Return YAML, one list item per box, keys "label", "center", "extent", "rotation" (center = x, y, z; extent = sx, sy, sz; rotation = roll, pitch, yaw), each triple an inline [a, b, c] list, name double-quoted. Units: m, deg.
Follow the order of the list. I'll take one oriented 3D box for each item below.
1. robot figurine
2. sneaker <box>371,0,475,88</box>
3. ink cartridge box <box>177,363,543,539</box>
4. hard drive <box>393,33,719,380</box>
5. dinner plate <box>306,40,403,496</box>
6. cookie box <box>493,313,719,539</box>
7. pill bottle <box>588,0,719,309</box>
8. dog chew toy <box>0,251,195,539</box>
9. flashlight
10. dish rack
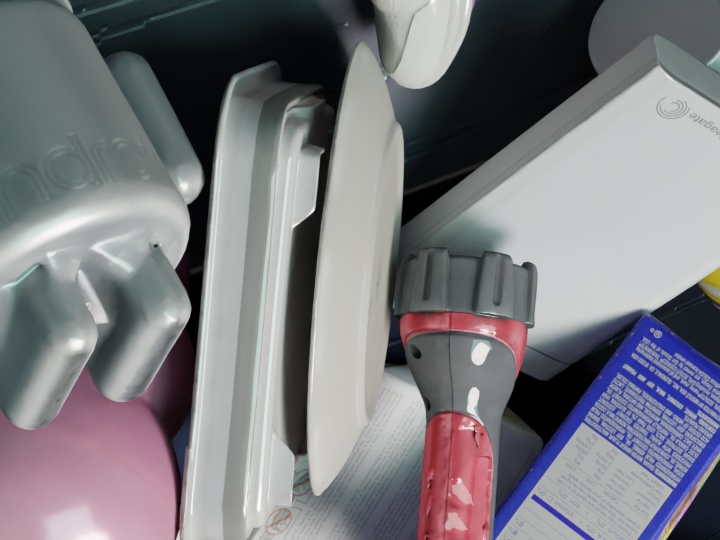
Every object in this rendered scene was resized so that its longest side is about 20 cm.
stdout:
- label: "robot figurine"
  center: [-0.139, -0.041, 0.831]
  extent: [0.169, 0.201, 0.113]
  rotation: [-14, 153, -40]
- label: "sneaker"
  center: [-0.001, -0.168, 0.953]
  extent: [0.099, 0.075, 0.201]
  rotation: [-13, 126, -10]
- label: "ink cartridge box"
  center: [-0.018, 0.118, 1.128]
  extent: [0.199, 0.057, 0.163]
  rotation: [26, 99, -37]
- label: "hard drive"
  center: [0.114, -0.023, 1.063]
  extent: [0.132, 0.027, 0.200]
  rotation: [26, 132, -33]
- label: "dinner plate"
  center: [0.000, 0.000, 0.974]
  extent: [0.024, 0.200, 0.201]
  rotation: [6, 121, 6]
- label: "cookie box"
  center: [0.110, 0.142, 1.145]
  extent: [0.200, 0.075, 0.171]
  rotation: [-51, 168, -14]
- label: "pill bottle"
  center: [0.191, -0.066, 1.127]
  extent: [0.112, 0.112, 0.200]
  rotation: [-47, 136, -5]
- label: "dog chew toy"
  center: [-0.124, 0.050, 0.917]
  extent: [0.125, 0.124, 0.201]
  rotation: [54, 39, -45]
- label: "flashlight"
  center: [0.043, 0.093, 1.017]
  extent: [0.067, 0.068, 0.201]
  rotation: [11, 78, -27]
- label: "dish rack"
  center: [-0.037, 0.015, 0.944]
  extent: [0.043, 0.172, 0.201]
  rotation: [6, 99, 6]
